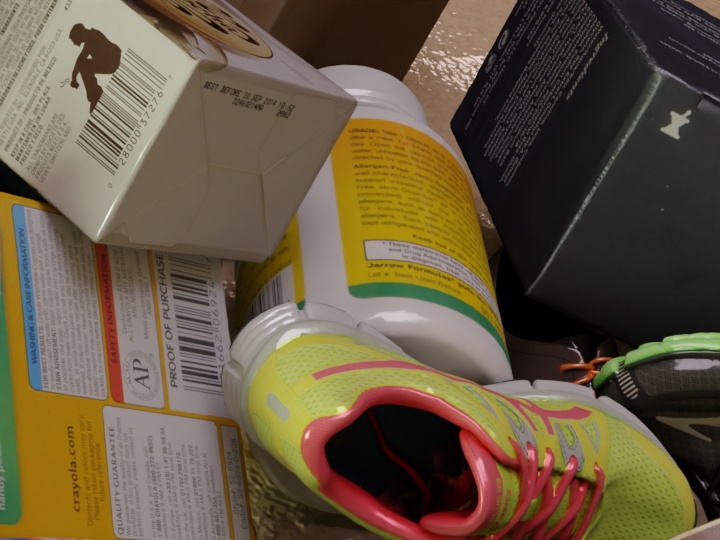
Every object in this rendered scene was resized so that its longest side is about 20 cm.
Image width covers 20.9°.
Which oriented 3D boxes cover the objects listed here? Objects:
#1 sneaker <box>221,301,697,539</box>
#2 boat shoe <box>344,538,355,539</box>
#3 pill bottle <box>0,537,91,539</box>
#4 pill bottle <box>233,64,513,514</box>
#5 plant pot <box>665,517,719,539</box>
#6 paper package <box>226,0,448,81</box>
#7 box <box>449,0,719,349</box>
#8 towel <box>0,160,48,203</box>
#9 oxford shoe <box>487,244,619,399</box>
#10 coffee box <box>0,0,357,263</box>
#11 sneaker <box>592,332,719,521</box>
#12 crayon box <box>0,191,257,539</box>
[{"bbox_3d":[0.045,0.080,0.724,0.198,0.079,0.090,18,11,-21],"label":"sneaker"},{"bbox_3d":[-0.017,0.127,0.712,0.198,0.077,0.072,4,41,-20],"label":"boat shoe"},{"bbox_3d":[-0.157,0.134,0.571,0.199,0.113,0.113,8,35,-43],"label":"pill bottle"},{"bbox_3d":[0.000,0.000,0.854,0.112,0.113,0.201,9,37,-14],"label":"pill bottle"},{"bbox_3d":[0.143,0.203,0.630,0.185,0.187,0.201,-6,58,-32],"label":"plant pot"},{"bbox_3d":[-0.018,-0.181,0.962,0.103,0.201,0.190,36,13,20],"label":"paper package"},{"bbox_3d":[0.163,-0.039,0.911,0.195,0.118,0.200,25,19,-18],"label":"box"},{"bbox_3d":[-0.121,-0.077,0.859,0.048,0.112,0.201,4,49,-57],"label":"towel"},{"bbox_3d":[0.087,0.070,0.838,0.071,0.073,0.201,-3,42,-28],"label":"oxford shoe"},{"bbox_3d":[-0.114,-0.093,0.762,0.200,0.080,0.113,39,16,27],"label":"coffee box"},{"bbox_3d":[0.177,0.097,0.805,0.199,0.077,0.084,38,45,-18],"label":"sneaker"},{"bbox_3d":[-0.126,0.040,0.689,0.199,0.051,0.127,15,61,-51],"label":"crayon box"}]
